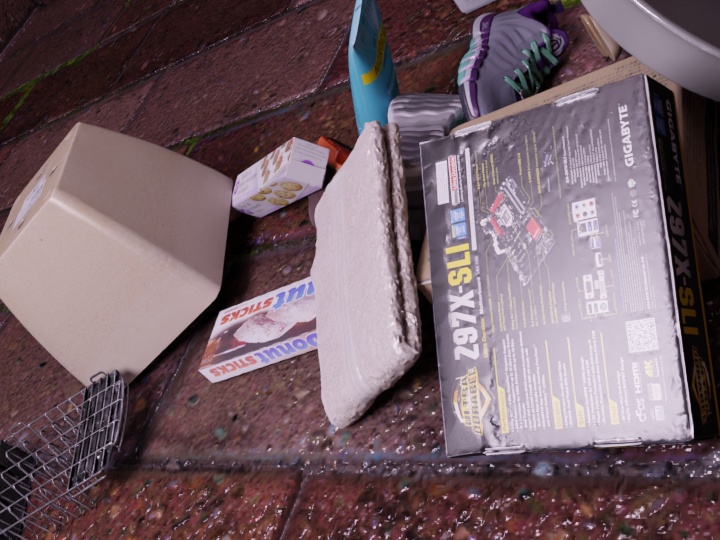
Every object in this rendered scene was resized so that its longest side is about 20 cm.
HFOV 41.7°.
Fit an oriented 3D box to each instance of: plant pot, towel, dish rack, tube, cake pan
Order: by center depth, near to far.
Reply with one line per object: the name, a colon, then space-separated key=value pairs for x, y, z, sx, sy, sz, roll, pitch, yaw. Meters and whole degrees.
cake pan: x=0.228 y=-0.181 z=0.642 sx=0.203 sy=0.196 sz=0.037 roll=-83 pitch=15 yaw=-46
towel: x=0.000 y=0.000 z=0.711 sx=0.133 sy=0.034 sz=0.204 roll=128 pitch=143 yaw=-53
tube: x=0.011 y=-0.174 z=0.853 sx=0.049 sy=0.201 sz=0.079 roll=-2 pitch=65 yaw=8
dish rack: x=-0.294 y=0.190 z=0.911 sx=0.198 sy=0.055 sz=0.155 roll=-32 pitch=35 yaw=15
plant pot: x=-0.265 y=-0.028 z=0.977 sx=0.199 sy=0.176 sz=0.202 roll=-41 pitch=29 yaw=26

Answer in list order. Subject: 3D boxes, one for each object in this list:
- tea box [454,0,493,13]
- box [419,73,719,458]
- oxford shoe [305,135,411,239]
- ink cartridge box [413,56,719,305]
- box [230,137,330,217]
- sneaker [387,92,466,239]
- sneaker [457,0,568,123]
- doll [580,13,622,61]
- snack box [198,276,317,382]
tea box: x=0.130 y=-0.430 z=1.006 sx=0.132 sy=0.197 sz=0.203 roll=-15 pitch=41 yaw=36
box: x=0.118 y=0.004 z=0.563 sx=0.157 sy=0.049 sz=0.205 roll=-13 pitch=77 yaw=39
oxford shoe: x=-0.004 y=-0.056 z=0.869 sx=0.073 sy=0.070 sz=0.200 roll=-60 pitch=27 yaw=14
ink cartridge box: x=0.148 y=-0.054 z=0.670 sx=0.197 sy=0.075 sz=0.167 roll=-17 pitch=42 yaw=36
box: x=-0.084 y=-0.089 z=0.941 sx=0.199 sy=0.041 sz=0.040 roll=-11 pitch=63 yaw=66
sneaker: x=0.055 y=-0.100 z=0.830 sx=0.073 sy=0.084 sz=0.201 roll=5 pitch=31 yaw=17
sneaker: x=0.139 y=-0.180 z=0.830 sx=0.086 sy=0.075 sz=0.203 roll=-18 pitch=39 yaw=27
doll: x=0.276 y=-0.253 z=0.774 sx=0.198 sy=0.049 sz=0.137 roll=-34 pitch=12 yaw=13
snack box: x=-0.060 y=0.044 z=0.840 sx=0.197 sy=0.024 sz=0.073 roll=-21 pitch=38 yaw=34
